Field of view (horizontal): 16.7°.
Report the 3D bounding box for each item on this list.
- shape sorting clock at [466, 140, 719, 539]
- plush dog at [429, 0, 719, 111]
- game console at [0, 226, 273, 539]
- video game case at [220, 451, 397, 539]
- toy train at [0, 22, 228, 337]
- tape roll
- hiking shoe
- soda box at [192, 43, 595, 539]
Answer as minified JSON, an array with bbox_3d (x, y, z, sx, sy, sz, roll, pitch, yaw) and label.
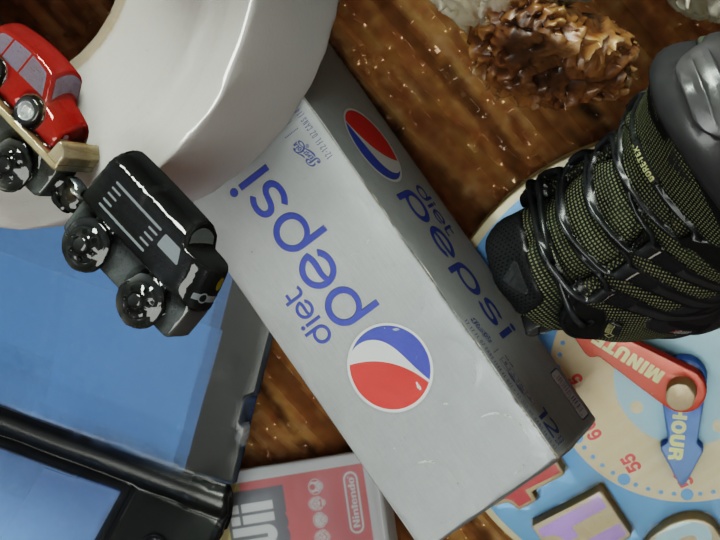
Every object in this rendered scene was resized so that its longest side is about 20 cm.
[{"bbox_3d":[0.126,0.041,0.954,0.199,0.039,0.201,4,114,10],"label":"shape sorting clock"},{"bbox_3d":[0.048,-0.147,0.815,0.160,0.172,0.201,-13,111,17],"label":"plush dog"},{"bbox_3d":[-0.151,0.057,0.968,0.199,0.171,0.119,18,142,11],"label":"game console"},{"bbox_3d":[-0.076,0.159,1.023,0.199,0.017,0.144,-10,82,16],"label":"video game case"},{"bbox_3d":[-0.117,-0.058,0.829,0.200,0.034,0.046,45,106,15],"label":"toy train"},{"bbox_3d":[-0.109,-0.117,0.879,0.201,0.071,0.204,2,94,25],"label":"tape roll"},{"bbox_3d":[0.094,-0.012,0.821,0.100,0.200,0.076,-21,70,-2],"label":"hiking shoe"},{"bbox_3d":[0.000,0.000,0.924,0.068,0.063,0.200,-37,87,21],"label":"soda box"}]
